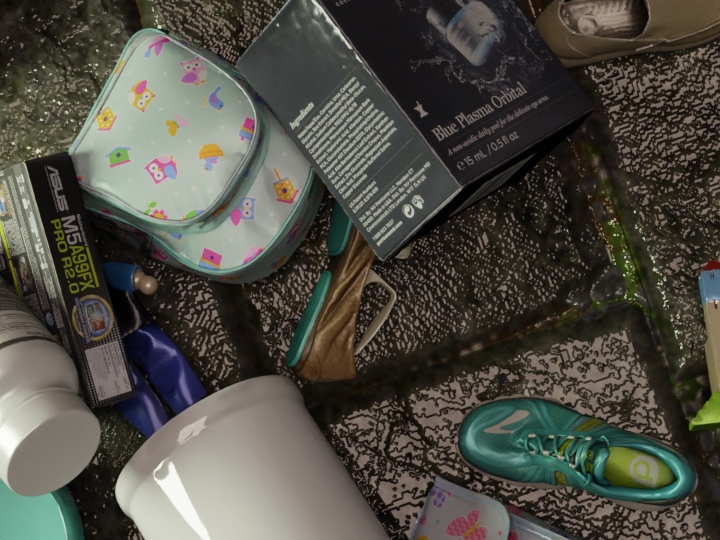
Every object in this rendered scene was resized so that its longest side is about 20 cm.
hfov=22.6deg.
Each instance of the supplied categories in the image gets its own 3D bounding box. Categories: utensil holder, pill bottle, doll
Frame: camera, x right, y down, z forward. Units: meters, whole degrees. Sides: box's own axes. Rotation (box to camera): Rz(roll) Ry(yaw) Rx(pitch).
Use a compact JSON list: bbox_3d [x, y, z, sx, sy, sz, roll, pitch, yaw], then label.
[{"bbox_3d":[-0.071,0.211,1.402,0.170,0.170,0.200,-34,68,-1],"label":"utensil holder"},{"bbox_3d":[-0.284,0.077,1.375,0.111,0.111,0.200,-45,57,-2],"label":"pill bottle"},{"bbox_3d":[-0.208,0.059,1.506,0.136,0.048,0.200,-40,82,19],"label":"doll"}]

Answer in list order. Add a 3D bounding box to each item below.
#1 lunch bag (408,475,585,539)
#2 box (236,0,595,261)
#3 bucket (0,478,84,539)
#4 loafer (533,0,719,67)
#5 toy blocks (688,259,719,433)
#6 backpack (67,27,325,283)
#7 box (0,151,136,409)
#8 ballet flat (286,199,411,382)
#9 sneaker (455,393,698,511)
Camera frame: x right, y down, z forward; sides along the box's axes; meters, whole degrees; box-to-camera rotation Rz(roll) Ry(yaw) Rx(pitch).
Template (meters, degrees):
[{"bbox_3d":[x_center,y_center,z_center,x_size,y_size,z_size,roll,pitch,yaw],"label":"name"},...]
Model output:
[{"bbox_3d":[0.115,0.278,1.435,0.199,0.127,0.170,25,86,17],"label":"lunch bag"},{"bbox_3d":[0.046,-0.146,1.432,0.196,0.117,0.200,-32,82,-45],"label":"box"},{"bbox_3d":[-0.321,0.227,1.454,0.206,0.135,0.208,0,84,4],"label":"bucket"},{"bbox_3d":[0.243,-0.218,1.501,0.199,0.068,0.076,-19,84,1],"label":"loafer"},{"bbox_3d":[0.358,0.053,1.467,0.199,0.100,0.137,-6,73,3],"label":"toy blocks"},{"bbox_3d":[-0.129,-0.087,1.468,0.199,0.153,0.176,29,82,3],"label":"backpack"},{"bbox_3d":[-0.261,0.018,1.453,0.044,0.160,0.201,-16,91,-37],"label":"box"},{"bbox_3d":[0.000,0.000,1.501,0.072,0.068,0.201,18,86,-16],"label":"ballet flat"},{"bbox_3d":[0.176,0.146,1.465,0.199,0.080,0.078,11,85,4],"label":"sneaker"}]
